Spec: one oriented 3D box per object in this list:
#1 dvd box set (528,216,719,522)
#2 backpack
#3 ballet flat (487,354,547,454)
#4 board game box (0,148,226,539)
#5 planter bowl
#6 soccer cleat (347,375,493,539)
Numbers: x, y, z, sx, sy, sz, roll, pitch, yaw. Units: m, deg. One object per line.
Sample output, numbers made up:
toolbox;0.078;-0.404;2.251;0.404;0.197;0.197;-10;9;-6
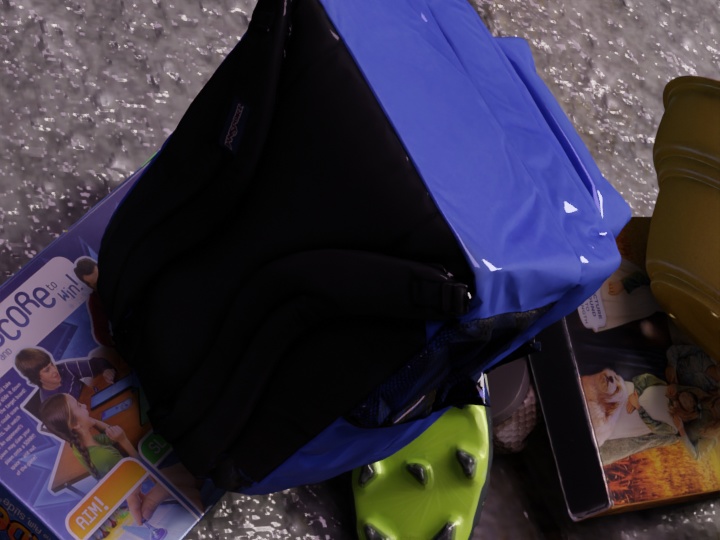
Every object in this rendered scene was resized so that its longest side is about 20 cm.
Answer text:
dvd box set;0.161;0.045;1.034;0.200;0.029;0.147;0;73;-45
backpack;0.000;0.000;0.846;0.167;0.200;0.163;-1;57;-46
ballet flat;0.088;0.011;1.043;0.046;0.067;0.200;47;40;-34
board game box;-0.102;0.046;0.906;0.135;0.034;0.200;43;45;1
planter bowl;0.198;0.004;0.972;0.200;0.200;0.084;42;84;0
soccer cleat;0.033;0.054;0.960;0.067;0.081;0.201;0;75;11
